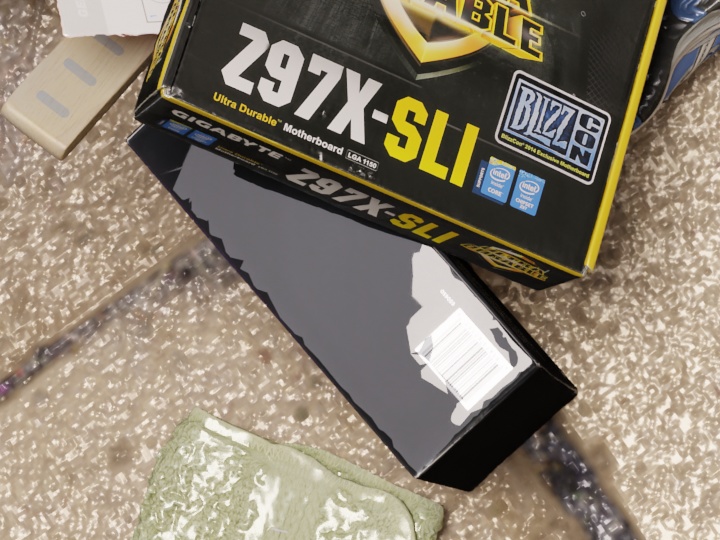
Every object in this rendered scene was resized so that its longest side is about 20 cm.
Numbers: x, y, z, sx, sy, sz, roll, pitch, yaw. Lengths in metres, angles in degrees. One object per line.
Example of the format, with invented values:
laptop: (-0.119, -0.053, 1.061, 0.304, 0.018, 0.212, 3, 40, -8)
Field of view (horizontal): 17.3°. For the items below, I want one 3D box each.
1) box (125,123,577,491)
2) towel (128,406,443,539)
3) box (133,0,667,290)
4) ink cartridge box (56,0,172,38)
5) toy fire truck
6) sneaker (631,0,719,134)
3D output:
box: (0.000, 0.000, 1.074, 0.079, 0.141, 0.200, -43, 76, 6)
towel: (-0.056, 0.178, 1.115, 0.147, 0.036, 0.201, 18, 86, 15)
box: (0.022, -0.102, 0.984, 0.199, 0.049, 0.161, 23, 74, -17)
ink cartridge box: (-0.053, -0.160, 1.039, 0.199, 0.050, 0.162, -6, 64, -22)
toy fire truck: (-0.125, -0.141, 1.083, 0.175, 0.200, 0.130, 19, 107, 10)
sneaker: (0.124, -0.100, 1.086, 0.200, 0.077, 0.076, -40, 73, -2)
